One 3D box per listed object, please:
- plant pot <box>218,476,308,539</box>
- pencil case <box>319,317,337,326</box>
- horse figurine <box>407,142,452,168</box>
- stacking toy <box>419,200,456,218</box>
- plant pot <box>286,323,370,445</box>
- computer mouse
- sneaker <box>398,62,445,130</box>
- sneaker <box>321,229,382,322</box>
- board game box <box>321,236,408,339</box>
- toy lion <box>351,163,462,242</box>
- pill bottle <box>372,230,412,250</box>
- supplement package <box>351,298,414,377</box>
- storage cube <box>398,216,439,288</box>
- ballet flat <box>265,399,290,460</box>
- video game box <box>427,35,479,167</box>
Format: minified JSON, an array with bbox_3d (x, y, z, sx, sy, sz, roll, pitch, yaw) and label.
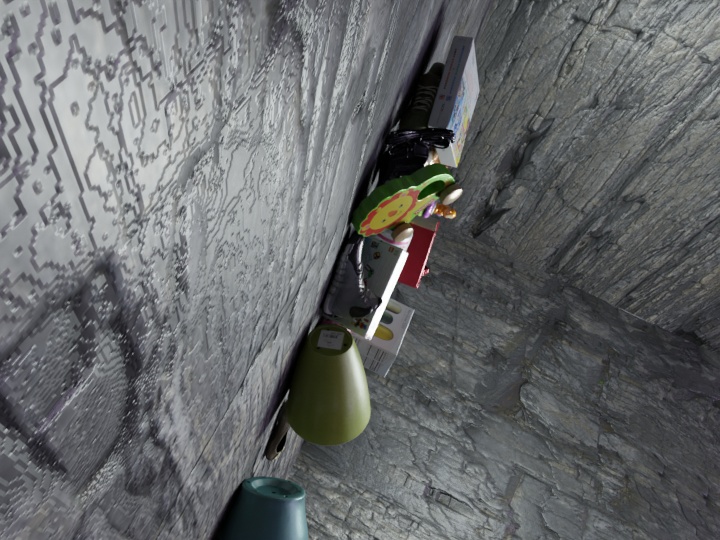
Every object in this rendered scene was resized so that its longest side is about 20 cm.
[{"bbox_3d":[-0.191,0.529,1.084,0.200,0.195,0.193,69,31,-84],"label":"plant pot"},{"bbox_3d":[-0.047,0.120,1.271,0.088,0.081,0.201,65,30,-23],"label":"pencil case"},{"bbox_3d":[0.132,-0.260,1.158,0.199,0.049,0.135,-33,132,-42],"label":"horse figurine"},{"bbox_3d":[0.172,-0.190,1.493,0.116,0.197,0.112,91,25,-82],"label":"stacking toy"},{"bbox_3d":[-0.065,0.217,1.114,0.188,0.183,0.204,-60,158,-52],"label":"plant pot"},{"bbox_3d":[0.088,-0.215,1.043,0.201,0.135,0.054,118,-36,-60],"label":"computer mouse"},{"bbox_3d":[0.127,-0.344,1.070,0.091,0.066,0.201,92,21,-43],"label":"sneaker"},{"bbox_3d":[0.002,0.021,1.092,0.075,0.114,0.203,-58,171,-57],"label":"sneaker"},{"bbox_3d":[0.009,0.031,1.173,0.034,0.125,0.204,30,83,-57],"label":"board game box"},{"bbox_3d":[0.081,-0.132,1.020,0.199,0.069,0.191,-37,161,16],"label":"toy lion"},{"bbox_3d":[0.059,-0.040,1.483,0.114,0.111,0.203,-58,171,-57],"label":"pill bottle"},{"bbox_3d":[0.019,0.158,1.482,0.152,0.197,0.153,109,7,-56],"label":"supplement package"},{"bbox_3d":[0.131,-0.081,1.645,0.171,0.196,0.183,-52,160,-69],"label":"storage cube"},{"bbox_3d":[-0.178,0.379,1.257,0.068,0.046,0.203,-57,170,-58],"label":"ballet flat"},{"bbox_3d":[0.193,-0.333,1.096,0.200,0.046,0.186,35,69,-71],"label":"video game box"}]
